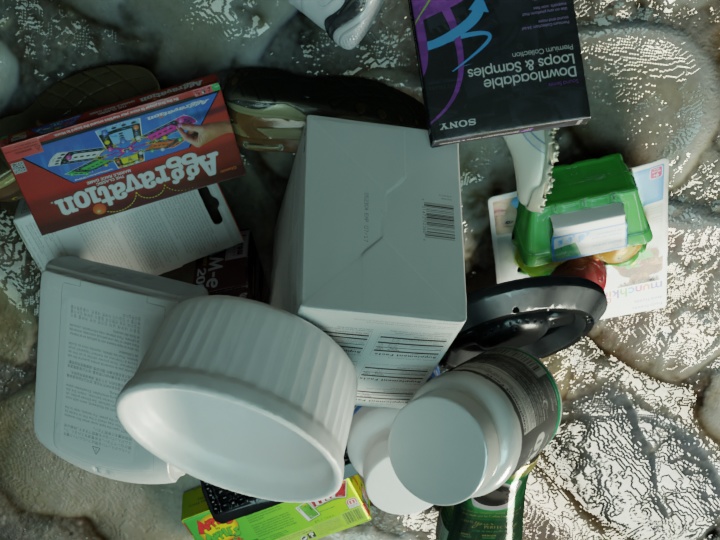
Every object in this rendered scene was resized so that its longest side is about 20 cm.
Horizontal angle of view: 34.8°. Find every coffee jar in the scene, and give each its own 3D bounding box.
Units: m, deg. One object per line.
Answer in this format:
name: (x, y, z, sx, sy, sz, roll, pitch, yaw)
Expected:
coffee jar: (0.147, 0.243, 1.325, 0.103, 0.086, 0.202, 3, 122, -4)

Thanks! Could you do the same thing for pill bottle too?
pill bottle: (0.038, 0.153, 1.189, 0.111, 0.201, 0.113, -3, 123, -4)
pill bottle: (0.107, 0.142, 1.060, 0.112, 0.199, 0.115, 4, 98, 26)

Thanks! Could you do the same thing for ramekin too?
ramekin: (-0.097, 0.107, 0.970, 0.198, 0.099, 0.201, 13, 149, 8)

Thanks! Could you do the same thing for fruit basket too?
fruit basket: (0.227, -0.013, 1.172, 0.183, 0.094, 0.202, -11, 126, 1)

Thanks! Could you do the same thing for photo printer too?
photo printer: (-0.229, 0.101, 1.092, 0.164, 0.069, 0.203, 11, 105, 18)

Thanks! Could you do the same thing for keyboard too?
keyboard: (-0.092, 0.205, 1.275, 0.198, 0.040, 0.105, -22, 85, 7)

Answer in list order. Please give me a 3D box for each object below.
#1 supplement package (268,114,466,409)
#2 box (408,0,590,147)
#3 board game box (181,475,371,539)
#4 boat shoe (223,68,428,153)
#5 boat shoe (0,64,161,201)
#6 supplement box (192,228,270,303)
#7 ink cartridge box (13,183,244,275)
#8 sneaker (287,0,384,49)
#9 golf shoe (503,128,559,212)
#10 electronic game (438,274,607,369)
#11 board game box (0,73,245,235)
supplement package: (0.000, 0.000, 1.057, 0.145, 0.193, 0.200, 6, 151, -10)
box: (0.116, -0.218, 1.003, 0.141, 0.036, 0.203, -9, 89, 1)
board game box: (-0.098, 0.276, 1.342, 0.198, 0.048, 0.102, -22, 121, 7)
boat shoe: (-0.031, -0.138, 1.084, 0.197, 0.076, 0.075, 9, 127, -2)
boat shoe: (-0.272, -0.126, 1.071, 0.198, 0.073, 0.068, -27, 154, 2)
supplement box: (-0.115, 0.073, 1.179, 0.060, 0.109, 0.202, -12, 121, 3)
ink cartridge box: (-0.224, -0.048, 1.127, 0.198, 0.051, 0.110, -19, 121, 5)
sneaker: (-0.015, -0.294, 0.959, 0.114, 0.075, 0.201, 27, 123, 1)
golf shoe: (0.139, -0.155, 1.072, 0.096, 0.078, 0.203, -2, 97, 7)
electronic game: (0.150, 0.054, 1.153, 0.197, 0.042, 0.200, -10, 156, -4)
board game box: (-0.211, -0.103, 1.039, 0.198, 0.020, 0.104, -18, 132, -4)
